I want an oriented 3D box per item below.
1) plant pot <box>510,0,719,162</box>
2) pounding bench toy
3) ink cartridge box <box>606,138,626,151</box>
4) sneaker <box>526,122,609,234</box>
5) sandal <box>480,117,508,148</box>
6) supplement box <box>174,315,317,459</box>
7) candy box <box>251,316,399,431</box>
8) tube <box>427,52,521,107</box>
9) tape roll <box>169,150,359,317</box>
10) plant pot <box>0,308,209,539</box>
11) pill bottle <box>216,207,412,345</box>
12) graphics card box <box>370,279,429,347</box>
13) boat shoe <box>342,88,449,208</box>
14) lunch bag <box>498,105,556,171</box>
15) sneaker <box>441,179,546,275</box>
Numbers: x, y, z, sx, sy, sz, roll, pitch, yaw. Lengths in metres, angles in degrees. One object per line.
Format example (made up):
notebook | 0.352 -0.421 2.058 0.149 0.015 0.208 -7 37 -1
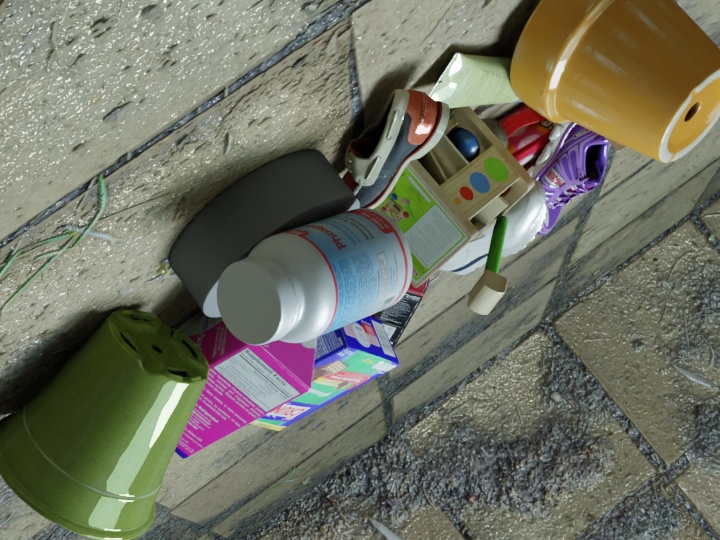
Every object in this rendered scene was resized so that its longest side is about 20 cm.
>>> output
plant pot | 0.296 -0.219 1.511 0.200 0.183 0.200 -37 153 -23
pounding bench toy | 0.122 -0.062 1.605 0.156 0.200 0.124 -37 175 -41
ink cartridge box | 0.307 -0.211 1.715 0.200 0.161 0.050 -25 158 -42
sneaker | 0.262 -0.116 1.777 0.081 0.083 0.200 -18 145 -39
sandal | 0.100 -0.107 1.717 0.200 0.080 0.054 -48 166 24
supplement box | -0.156 0.116 1.602 0.200 0.103 0.101 -29 -147 26
candy box | -0.077 0.126 1.812 0.200 0.077 0.169 -28 158 17
tube | 0.137 -0.210 1.541 0.052 0.058 0.200 1 -171 35
tape roll | -0.100 -0.037 1.468 0.200 0.066 0.200 -36 167 -10
plant pot | -0.258 0.149 1.487 0.190 0.200 0.200 -55 162 17
pill bottle | -0.045 0.008 1.384 0.200 0.109 0.109 -21 159 -50
graphics card box | 0.060 0.012 1.944 0.200 0.051 0.126 112 -7 -65
boat shoe | 0.019 -0.127 1.481 0.063 0.071 0.200 16 148 -22
lunch bag | 0.193 -0.149 1.828 0.200 0.082 0.176 -32 161 -19
sneaker | 0.151 -0.055 1.762 0.080 0.076 0.200 16 142 -35
